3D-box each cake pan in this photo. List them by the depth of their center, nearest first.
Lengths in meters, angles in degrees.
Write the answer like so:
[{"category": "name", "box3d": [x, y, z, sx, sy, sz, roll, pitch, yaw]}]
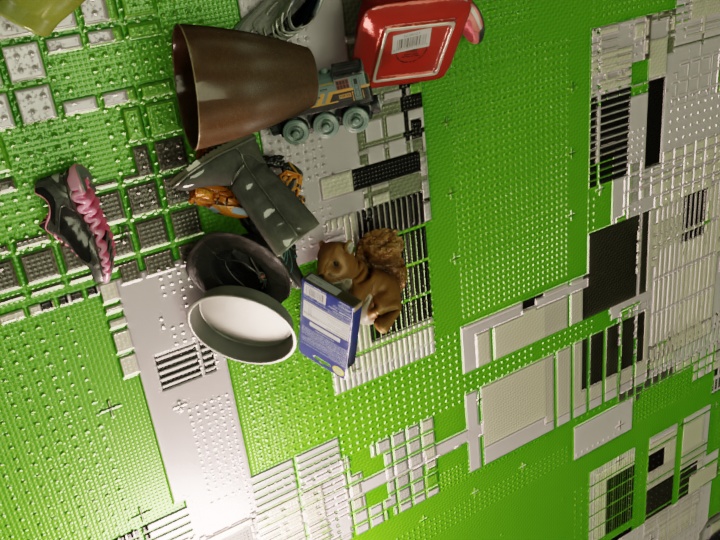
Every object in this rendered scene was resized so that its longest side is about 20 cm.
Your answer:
[{"category": "cake pan", "box3d": [-0.205, 0.095, 1.397, 0.200, 0.200, 0.037, 49, 39, -36]}]

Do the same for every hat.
[{"category": "hat", "box3d": [-0.201, -0.012, 1.381, 0.201, 0.200, 0.081, 61, 35, -33]}]

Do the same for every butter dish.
[{"category": "butter dish", "box3d": [0.067, -0.432, 1.382, 0.200, 0.148, 0.199, -11, 154, -17]}]

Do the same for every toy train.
[{"category": "toy train", "box3d": [-0.066, -0.288, 1.351, 0.200, 0.085, 0.114, -11, 121, 5]}]

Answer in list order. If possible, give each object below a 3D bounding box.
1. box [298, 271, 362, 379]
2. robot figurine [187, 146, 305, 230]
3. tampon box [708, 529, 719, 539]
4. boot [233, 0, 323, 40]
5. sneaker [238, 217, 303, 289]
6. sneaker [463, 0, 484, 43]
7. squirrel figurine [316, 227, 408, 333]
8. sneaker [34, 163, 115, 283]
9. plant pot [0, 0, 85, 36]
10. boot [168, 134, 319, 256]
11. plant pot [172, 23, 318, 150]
[{"category": "box", "box3d": [-0.060, 0.107, 1.496, 0.032, 0.121, 0.200, -40, 150, -41]}, {"category": "robot figurine", "box3d": [-0.184, -0.141, 1.345, 0.200, 0.058, 0.145, 11, 78, -22]}, {"category": "tampon box", "box3d": [1.268, 1.021, 2.716, 0.126, 0.150, 0.200, -27, 121, -22]}, {"category": "boot", "box3d": [-0.138, -0.398, 1.285, 0.074, 0.096, 0.200, 37, 87, -37]}, {"category": "sneaker", "box3d": [-0.142, -0.051, 1.433, 0.079, 0.075, 0.200, -40, 125, -16]}, {"category": "sneaker", "box3d": [0.154, -0.491, 1.466, 0.087, 0.074, 0.200, -39, 122, 3]}, {"category": "squirrel figurine", "box3d": [0.000, 0.000, 1.530, 0.200, 0.141, 0.187, -50, 117, -24]}, {"category": "sneaker", "box3d": [-0.449, -0.066, 1.243, 0.095, 0.079, 0.200, -13, 116, -4]}, {"category": "plant pot", "box3d": [-0.423, -0.426, 1.048, 0.200, 0.200, 0.193, 31, 103, -37]}, {"category": "boot", "box3d": [-0.184, -0.108, 1.278, 0.182, 0.073, 0.200, -34, 102, -22]}, {"category": "plant pot", "box3d": [-0.173, -0.292, 1.229, 0.200, 0.187, 0.187, -11, 114, -19]}]
